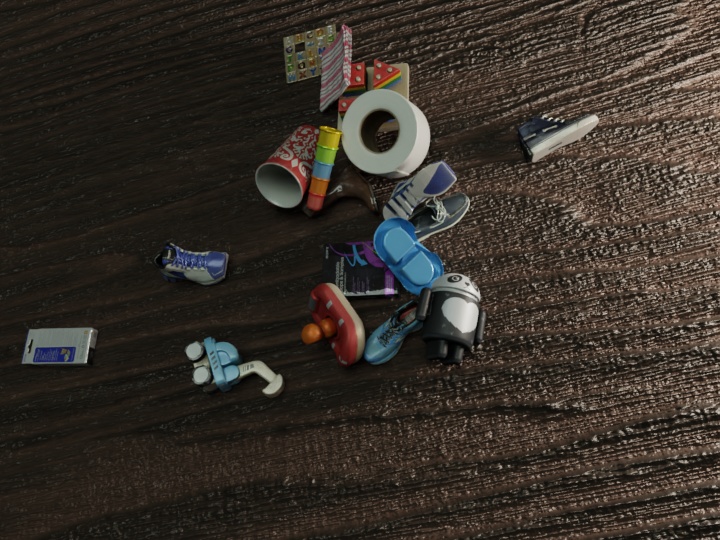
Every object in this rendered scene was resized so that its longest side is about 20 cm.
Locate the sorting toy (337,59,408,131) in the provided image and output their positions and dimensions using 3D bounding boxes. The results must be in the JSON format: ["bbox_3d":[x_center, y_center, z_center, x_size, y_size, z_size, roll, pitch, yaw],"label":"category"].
[{"bbox_3d":[0.031,-0.483,1.807,0.194,0.070,0.204,-3,68,13],"label":"sorting toy"}]

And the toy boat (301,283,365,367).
[{"bbox_3d":[-0.078,0.136,1.539,0.129,0.132,0.201,-22,60,-28],"label":"toy boat"}]

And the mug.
[{"bbox_3d":[-0.183,-0.271,1.724,0.175,0.134,0.202,-16,32,40],"label":"mug"}]

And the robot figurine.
[{"bbox_3d":[0.205,0.108,1.499,0.122,0.150,0.204,4,69,28],"label":"robot figurine"}]

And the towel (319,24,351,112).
[{"bbox_3d":[-0.073,-0.554,1.825,0.029,0.146,0.204,14,63,-28],"label":"towel"}]

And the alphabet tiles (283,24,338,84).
[{"bbox_3d":[-0.129,-0.639,1.942,0.195,0.008,0.171,-11,66,10],"label":"alphabet tiles"}]

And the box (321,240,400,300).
[{"bbox_3d":[0.000,0.000,1.642,0.195,0.036,0.146,-4,68,13],"label":"box"}]

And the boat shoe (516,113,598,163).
[{"bbox_3d":[0.481,-0.356,1.641,0.197,0.075,0.094,-27,72,3],"label":"boat shoe"}]

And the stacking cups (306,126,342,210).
[{"bbox_3d":[-0.091,-0.250,1.648,0.059,0.060,0.204,18,109,20],"label":"stacking cups"}]

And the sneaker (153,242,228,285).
[{"bbox_3d":[-0.449,-0.017,1.707,0.195,0.115,0.082,-2,71,14],"label":"sneaker"}]

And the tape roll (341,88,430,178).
[{"bbox_3d":[0.065,-0.340,1.667,0.198,0.139,0.208,1,94,19],"label":"tape roll"}]

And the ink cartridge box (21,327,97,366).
[{"bbox_3d":[-0.797,0.203,1.758,0.195,0.037,0.097,-1,69,11],"label":"ink cartridge box"}]

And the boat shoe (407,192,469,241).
[{"bbox_3d":[0.180,-0.138,1.637,0.197,0.062,0.076,-27,64,2],"label":"boat shoe"}]

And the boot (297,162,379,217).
[{"bbox_3d":[-0.064,-0.178,1.712,0.197,0.065,0.188,-26,53,-1],"label":"boot"}]

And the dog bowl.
[{"bbox_3d":[0.110,-0.031,1.579,0.111,0.050,0.201,-41,91,-10],"label":"dog bowl"}]

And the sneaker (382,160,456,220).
[{"bbox_3d":[0.134,-0.204,1.633,0.198,0.116,0.081,-37,109,14],"label":"sneaker"}]

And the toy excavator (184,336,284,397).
[{"bbox_3d":[-0.300,0.236,1.598,0.196,0.100,0.197,-22,66,-5],"label":"toy excavator"}]

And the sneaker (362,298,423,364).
[{"bbox_3d":[0.076,0.133,1.540,0.200,0.090,0.078,-44,65,-3],"label":"sneaker"}]
